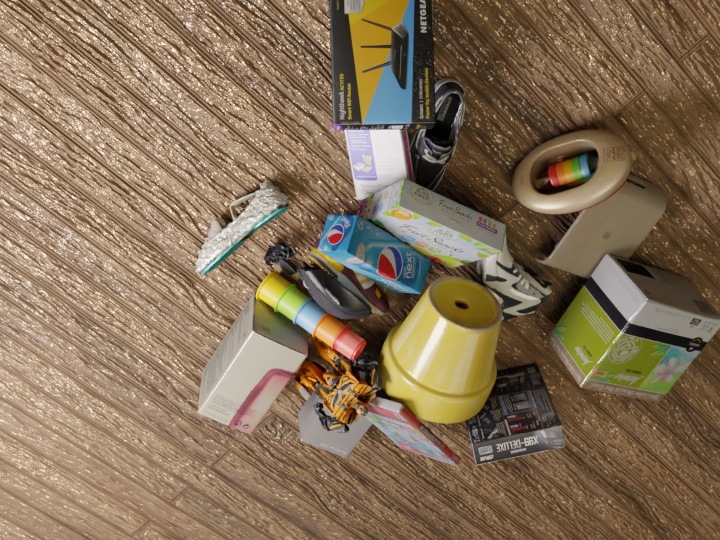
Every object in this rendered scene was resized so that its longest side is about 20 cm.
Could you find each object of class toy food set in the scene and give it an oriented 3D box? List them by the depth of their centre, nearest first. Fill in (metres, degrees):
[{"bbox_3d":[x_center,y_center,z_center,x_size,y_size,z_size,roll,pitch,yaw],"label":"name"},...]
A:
[{"bbox_3d":[0.403,-0.075,1.484,0.143,0.061,0.200,17,119,-26],"label":"toy food set"}]

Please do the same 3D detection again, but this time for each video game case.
[{"bbox_3d":[0.071,0.272,1.529,0.200,0.143,0.017,46,65,-37],"label":"video game case"}]

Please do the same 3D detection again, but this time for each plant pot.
[{"bbox_3d":[0.146,0.120,1.474,0.200,0.201,0.189,10,128,-10],"label":"plant pot"}]

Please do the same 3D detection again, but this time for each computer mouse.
[{"bbox_3d":[-0.081,0.028,1.457,0.200,0.140,0.046,38,76,-18],"label":"computer mouse"}]

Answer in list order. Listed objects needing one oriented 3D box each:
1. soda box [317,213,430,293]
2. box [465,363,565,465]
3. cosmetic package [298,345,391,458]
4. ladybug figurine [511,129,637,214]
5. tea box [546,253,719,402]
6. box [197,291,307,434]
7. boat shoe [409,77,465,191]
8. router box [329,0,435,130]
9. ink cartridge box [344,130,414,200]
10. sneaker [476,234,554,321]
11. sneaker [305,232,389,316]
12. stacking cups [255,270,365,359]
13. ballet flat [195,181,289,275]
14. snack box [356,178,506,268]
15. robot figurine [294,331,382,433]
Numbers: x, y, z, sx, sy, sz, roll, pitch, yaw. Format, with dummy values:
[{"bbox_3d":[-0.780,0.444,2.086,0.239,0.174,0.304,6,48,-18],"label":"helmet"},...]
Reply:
[{"bbox_3d":[0.025,-0.024,1.416,0.200,0.068,0.064,28,73,-45],"label":"soda box"},{"bbox_3d":[0.264,0.252,1.574,0.157,0.200,0.050,-13,116,3],"label":"box"},{"bbox_3d":[-0.022,0.236,1.611,0.106,0.090,0.200,23,113,-20],"label":"cosmetic package"},{"bbox_3d":[0.339,-0.149,1.387,0.199,0.136,0.072,-12,152,32],"label":"ladybug figurine"},{"bbox_3d":[0.470,0.103,1.516,0.199,0.134,0.197,13,121,-29],"label":"tea box"},{"bbox_3d":[-0.187,0.162,1.532,0.109,0.128,0.200,27,115,-19],"label":"box"},{"bbox_3d":[0.118,-0.198,1.378,0.071,0.068,0.201,14,119,-11],"label":"boat shoe"},{"bbox_3d":[0.031,-0.304,1.266,0.148,0.051,0.201,-2,87,-2],"label":"router box"},{"bbox_3d":[0.026,-0.203,1.371,0.094,0.037,0.201,3,125,23],"label":"ink cartridge box"},{"bbox_3d":[0.268,0.004,1.501,0.129,0.080,0.200,-4,120,-3],"label":"sneaker"},{"bbox_3d":[0.000,0.000,1.483,0.090,0.075,0.200,-54,130,-6],"label":"sneaker"},{"bbox_3d":[-0.079,0.077,1.480,0.200,0.060,0.061,33,116,11],"label":"stacking cups"},{"bbox_3d":[-0.202,-0.074,1.441,0.200,0.072,0.072,-37,116,14],"label":"ballet flat"},{"bbox_3d":[0.111,-0.071,1.402,0.199,0.053,0.142,21,159,-24],"label":"snack box"},{"bbox_3d":[-0.047,0.184,1.502,0.058,0.200,0.145,32,97,-41],"label":"robot figurine"}]
